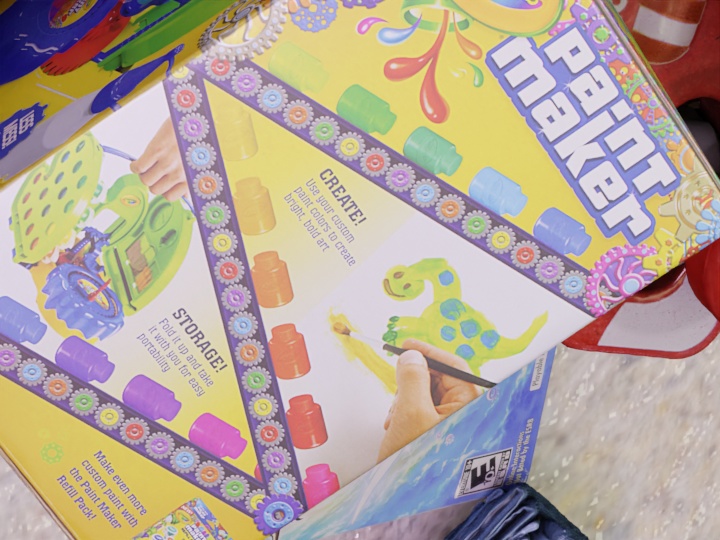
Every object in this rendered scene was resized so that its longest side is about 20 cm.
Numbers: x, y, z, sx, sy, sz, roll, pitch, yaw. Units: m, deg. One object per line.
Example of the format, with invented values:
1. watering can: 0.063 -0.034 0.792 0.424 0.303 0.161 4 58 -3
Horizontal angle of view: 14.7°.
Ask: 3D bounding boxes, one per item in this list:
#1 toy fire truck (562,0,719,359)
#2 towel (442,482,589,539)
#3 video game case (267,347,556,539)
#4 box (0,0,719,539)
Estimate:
1. toy fire truck: 0.093 -0.067 0.938 0.167 0.112 0.201 7 116 -25
2. towel: 0.015 0.171 1.089 0.200 0.048 0.112 -49 158 -1
3. video game case: 0.000 0.000 0.998 0.180 0.045 0.201 -9 119 -38
4. box: -0.021 -0.040 0.783 0.192 0.200 0.122 -34 111 7
